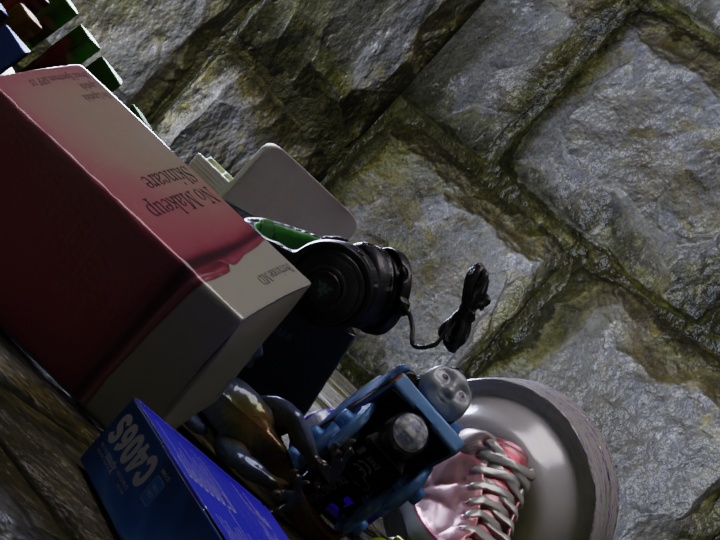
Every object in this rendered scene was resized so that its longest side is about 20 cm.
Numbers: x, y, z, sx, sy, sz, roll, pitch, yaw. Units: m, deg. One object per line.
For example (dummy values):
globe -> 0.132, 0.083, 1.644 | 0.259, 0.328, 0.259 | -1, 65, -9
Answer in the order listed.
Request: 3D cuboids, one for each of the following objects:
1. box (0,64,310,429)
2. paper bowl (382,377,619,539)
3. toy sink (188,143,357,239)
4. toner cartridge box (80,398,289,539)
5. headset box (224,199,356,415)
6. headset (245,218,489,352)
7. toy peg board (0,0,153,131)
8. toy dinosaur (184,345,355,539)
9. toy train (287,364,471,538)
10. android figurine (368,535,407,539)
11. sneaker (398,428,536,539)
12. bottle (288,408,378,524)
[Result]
box -> -0.148, -0.012, 1.127 | 0.200, 0.109, 0.128 | 43, 18, 6
paper bowl -> 0.109, 0.191, 1.645 | 0.201, 0.201, 0.104 | 42, 16, 23
toy sink -> -0.126, -0.026, 1.851 | 0.130, 0.200, 0.112 | 42, 0, -31
toner cartridge box -> -0.061, 0.132, 0.872 | 0.095, 0.043, 0.200 | 42, 0, -25
headset box -> -0.113, 0.017, 1.550 | 0.174, 0.093, 0.200 | 28, 14, -24
headset -> 0.000, 0.000, 1.444 | 0.199, 0.094, 0.123 | 29, 12, 27
toy peg board -> -0.271, -0.170, 1.597 | 0.200, 0.098, 0.199 | 56, 3, 21
toy dinosaur -> -0.104, 0.101, 1.339 | 0.181, 0.105, 0.201 | 32, -39, 27
toy train -> 0.013, 0.125, 1.429 | 0.087, 0.114, 0.200 | 46, -30, -2
android figurine -> 0.076, 0.266, 1.444 | 0.182, 0.041, 0.200 | 43, -1, -25
sneaker -> 0.092, 0.182, 1.506 | 0.075, 0.105, 0.200 | 43, 4, -18
bottle -> -0.020, 0.160, 1.671 | 0.084, 0.065, 0.200 | 45, -1, -10
